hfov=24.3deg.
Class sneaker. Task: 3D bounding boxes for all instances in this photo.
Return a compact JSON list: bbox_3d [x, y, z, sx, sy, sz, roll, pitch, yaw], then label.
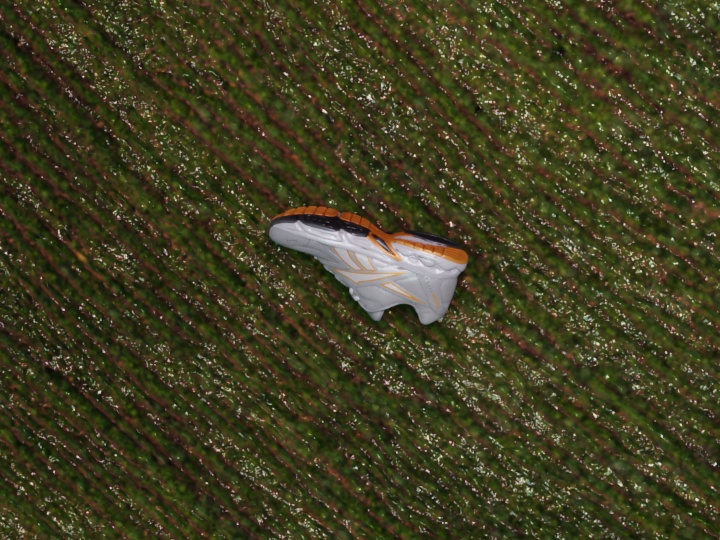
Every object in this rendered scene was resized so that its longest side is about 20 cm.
[{"bbox_3d":[0.000,0.000,1.657,0.199,0.076,0.093,16,108,6],"label":"sneaker"}]
